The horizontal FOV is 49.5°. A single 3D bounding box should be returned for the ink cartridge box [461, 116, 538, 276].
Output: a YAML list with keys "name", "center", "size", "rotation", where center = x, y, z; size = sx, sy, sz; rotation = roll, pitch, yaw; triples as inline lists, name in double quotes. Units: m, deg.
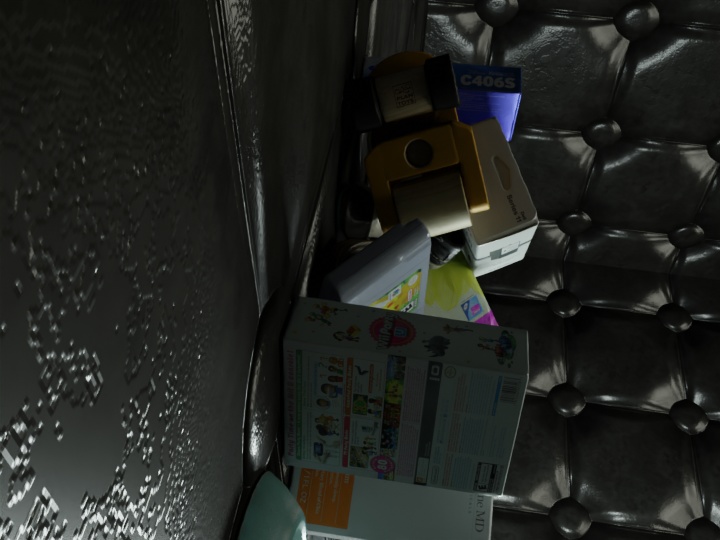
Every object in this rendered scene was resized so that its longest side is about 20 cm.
- name: "ink cartridge box"
  center: [0.160, -0.089, 1.017]
  size: [0.200, 0.082, 0.149]
  rotation: [63, 7, -77]

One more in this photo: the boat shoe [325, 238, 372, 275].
- name: "boat shoe"
  center: [0.000, 0.000, 0.909]
  size: [0.199, 0.067, 0.073]
  rotation: [17, 90, -65]

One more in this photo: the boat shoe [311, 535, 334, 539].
- name: "boat shoe"
  center: [-0.020, 0.261, 0.994]
  size: [0.072, 0.066, 0.203]
  rotation: [90, 8, -54]

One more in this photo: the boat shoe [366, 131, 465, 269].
- name: "boat shoe"
  center: [0.075, -0.103, 0.994]
  size: [0.066, 0.074, 0.203]
  rotation: [-25, -94, 50]

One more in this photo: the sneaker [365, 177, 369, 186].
- name: "sneaker"
  center: [0.051, -0.109, 1.196]
  size: [0.075, 0.088, 0.204]
  rotation: [70, 28, -79]

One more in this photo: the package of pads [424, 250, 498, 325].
- name: "package of pads"
  center: [0.087, 0.048, 1.059]
  size: [0.203, 0.153, 0.068]
  rotation: [63, -19, -4]

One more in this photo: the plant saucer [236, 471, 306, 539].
- name: "plant saucer"
  center: [-0.071, 0.261, 0.601]
  size: [0.200, 0.035, 0.204]
  rotation: [7, 90, -85]

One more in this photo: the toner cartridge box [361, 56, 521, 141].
- name: "toner cartridge box"
  center: [0.101, -0.218, 0.996]
  size: [0.096, 0.196, 0.044]
  rotation: [89, 8, -61]

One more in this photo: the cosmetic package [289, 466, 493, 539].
- name: "cosmetic package"
  center: [0.030, 0.220, 0.775]
  size: [0.071, 0.196, 0.103]
  rotation: [84, 13, -69]

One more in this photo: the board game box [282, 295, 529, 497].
- name: "board game box"
  center: [0.034, 0.110, 0.669]
  size: [0.065, 0.196, 0.150]
  rotation: [-76, 172, -55]

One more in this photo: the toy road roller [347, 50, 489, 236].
- name: "toy road roller"
  center: [0.069, -0.146, 0.893]
  size: [0.146, 0.120, 0.204]
  rotation: [-58, 134, -75]

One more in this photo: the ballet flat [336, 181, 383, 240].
- name: "ballet flat"
  center: [0.015, -0.067, 0.960]
  size: [0.200, 0.067, 0.070]
  rotation: [19, 79, -85]

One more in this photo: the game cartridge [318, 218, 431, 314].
- name: "game cartridge"
  center: [0.013, 0.037, 0.829]
  size: [0.041, 0.132, 0.201]
  rotation: [51, -16, 24]
